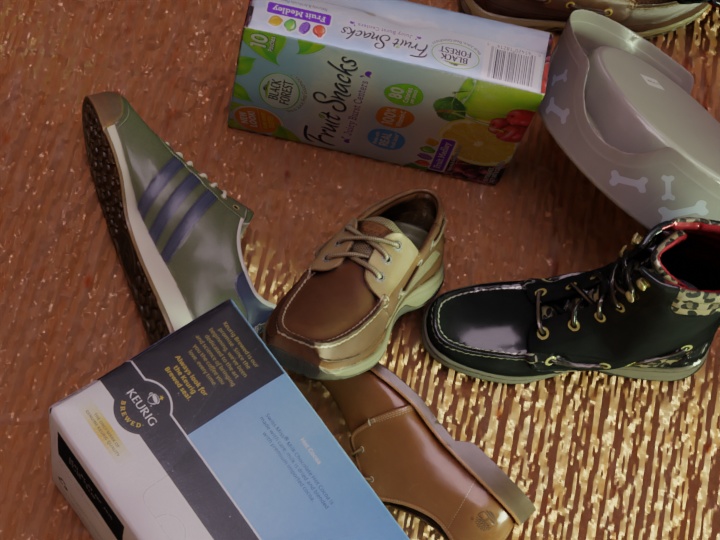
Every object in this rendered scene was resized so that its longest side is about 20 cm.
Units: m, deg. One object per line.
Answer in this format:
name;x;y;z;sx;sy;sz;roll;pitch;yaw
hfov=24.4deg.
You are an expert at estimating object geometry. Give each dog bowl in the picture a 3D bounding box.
dog bowl;0.201;-0.089;1.135;0.199;0.059;0.201;33;25;-17

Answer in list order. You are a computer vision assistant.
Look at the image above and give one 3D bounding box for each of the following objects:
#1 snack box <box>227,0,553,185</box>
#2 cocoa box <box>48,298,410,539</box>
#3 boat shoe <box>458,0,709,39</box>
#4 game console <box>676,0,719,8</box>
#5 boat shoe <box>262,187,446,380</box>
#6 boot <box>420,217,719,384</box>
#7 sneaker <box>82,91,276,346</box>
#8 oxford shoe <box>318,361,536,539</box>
snack box;0.016;-0.127;1.128;0.198;0.142;0.053;13;66;-4
cocoa box;-0.077;0.147;0.993;0.131;0.134;0.200;-32;74;-21
boat shoe;0.175;-0.216;1.236;0.198;0.068;0.073;-3;66;-11
game console;0.274;-0.297;1.229;0.118;0.173;0.201;-5;58;-2
boat shoe;0.000;0.000;1.058;0.075;0.074;0.200;21;29;15
boot;0.150;0.016;1.079;0.202;0.154;0.074;3;65;-8
sneaker;-0.117;-0.033;1.111;0.089;0.067;0.201;-13;69;-23
oxford shoe;0.016;0.108;1.066;0.200;0.071;0.071;43;84;16
